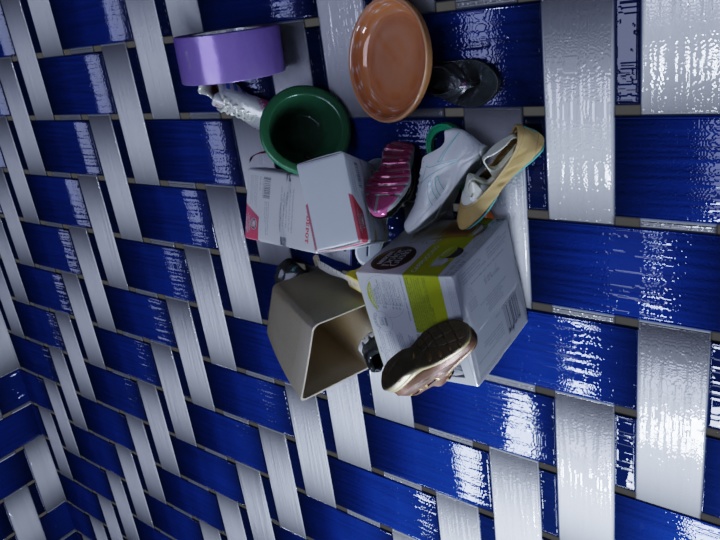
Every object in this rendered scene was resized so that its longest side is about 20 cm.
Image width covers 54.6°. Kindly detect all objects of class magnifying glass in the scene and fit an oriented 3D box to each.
[{"bbox_3d":[0.177,-0.160,1.195,0.079,0.022,0.201,-28,90,45],"label":"magnifying glass"}]

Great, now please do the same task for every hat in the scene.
[{"bbox_3d":[-0.114,-0.265,1.386,0.198,0.176,0.167,24,89,1],"label":"hat"}]

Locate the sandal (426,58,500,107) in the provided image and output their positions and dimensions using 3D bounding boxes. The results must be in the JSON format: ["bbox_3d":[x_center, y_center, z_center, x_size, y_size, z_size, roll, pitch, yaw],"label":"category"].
[{"bbox_3d":[0.133,-0.309,1.136,0.199,0.048,0.076,21,123,33],"label":"sandal"}]

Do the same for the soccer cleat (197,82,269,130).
[{"bbox_3d":[-0.251,-0.334,1.427,0.199,0.086,0.070,37,131,21],"label":"soccer cleat"}]

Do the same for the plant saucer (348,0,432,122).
[{"bbox_3d":[0.053,-0.350,1.163,0.199,0.037,0.202,20,115,49],"label":"plant saucer"}]

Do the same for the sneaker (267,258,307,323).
[{"bbox_3d":[-0.156,0.074,1.562,0.079,0.075,0.202,27,127,25],"label":"sneaker"}]

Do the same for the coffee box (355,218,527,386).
[{"bbox_3d":[0.142,0.045,1.188,0.196,0.199,0.202,3,120,40],"label":"coffee box"}]

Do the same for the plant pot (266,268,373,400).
[{"bbox_3d":[-0.087,0.111,1.451,0.177,0.199,0.202,38,132,34],"label":"plant pot"}]

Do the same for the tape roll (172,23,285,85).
[{"bbox_3d":[-0.244,-0.406,1.305,0.199,0.199,0.086,10,117,37],"label":"tape roll"}]

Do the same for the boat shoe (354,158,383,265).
[{"bbox_3d":[0.019,-0.111,1.316,0.071,0.071,0.202,10,98,0],"label":"boat shoe"}]

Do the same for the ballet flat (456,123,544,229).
[{"bbox_3d":[0.206,-0.153,1.115,0.063,0.069,0.200,28,117,-24],"label":"ballet flat"}]

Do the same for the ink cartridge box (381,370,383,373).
[{"bbox_3d":[0.140,0.171,1.341,0.199,0.094,0.045,-26,94,44],"label":"ink cartridge box"}]

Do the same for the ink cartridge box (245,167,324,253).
[{"bbox_3d":[-0.130,-0.123,1.391,0.199,0.084,0.147,13,104,36],"label":"ink cartridge box"}]

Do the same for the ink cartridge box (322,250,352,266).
[{"bbox_3d":[-0.086,-0.086,1.448,0.199,0.037,0.096,23,124,34],"label":"ink cartridge box"}]

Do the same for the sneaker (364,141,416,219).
[{"bbox_3d":[0.059,-0.139,1.201,0.073,0.201,0.088,1,130,15],"label":"sneaker"}]

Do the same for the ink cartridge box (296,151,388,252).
[{"bbox_3d":[-0.024,-0.110,1.181,0.082,0.200,0.147,-13,89,15],"label":"ink cartridge box"}]

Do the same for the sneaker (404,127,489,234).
[{"bbox_3d":[0.130,-0.149,1.174,0.080,0.070,0.201,44,115,16],"label":"sneaker"}]

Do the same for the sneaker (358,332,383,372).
[{"bbox_3d":[0.067,0.127,1.366,0.201,0.066,0.091,-53,30,29],"label":"sneaker"}]

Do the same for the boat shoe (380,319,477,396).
[{"bbox_3d":[0.115,0.141,1.089,0.067,0.073,0.200,28,135,-24],"label":"boat shoe"}]

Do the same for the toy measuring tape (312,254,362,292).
[{"bbox_3d":[0.000,0.000,1.379,0.199,0.073,0.074,27,127,27],"label":"toy measuring tape"}]
